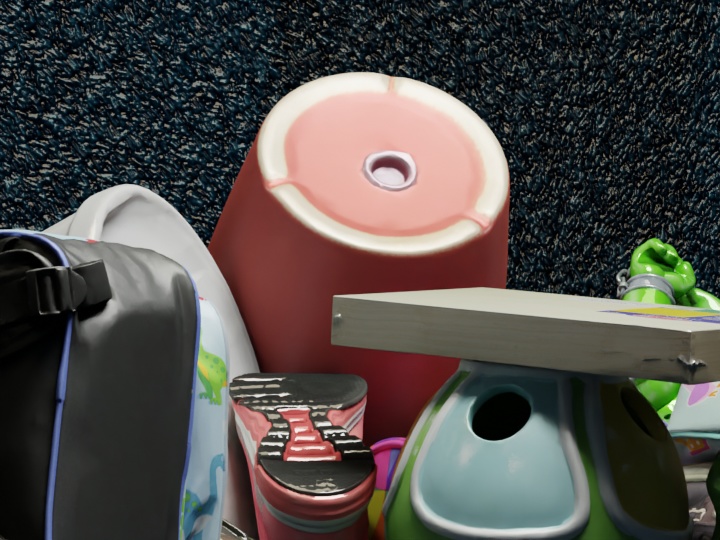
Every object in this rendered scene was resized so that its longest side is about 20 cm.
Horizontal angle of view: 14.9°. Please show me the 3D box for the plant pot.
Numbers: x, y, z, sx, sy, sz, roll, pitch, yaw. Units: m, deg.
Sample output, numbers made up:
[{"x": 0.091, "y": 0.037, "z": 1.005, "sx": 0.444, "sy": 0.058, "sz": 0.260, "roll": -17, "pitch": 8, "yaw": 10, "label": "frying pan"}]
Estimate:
[{"x": 0.000, "y": 0.000, "z": 1.554, "sx": 0.199, "sy": 0.178, "sz": 0.201, "roll": 7, "pitch": 46, "yaw": -7, "label": "plant pot"}]

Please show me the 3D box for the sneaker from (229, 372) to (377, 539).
[{"x": -0.032, "y": 0.111, "z": 1.407, "sx": 0.073, "sy": 0.087, "sz": 0.200, "roll": 1, "pitch": 17, "yaw": -3, "label": "sneaker"}]

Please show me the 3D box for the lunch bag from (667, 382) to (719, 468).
[{"x": 0.268, "y": 0.101, "z": 1.454, "sx": 0.160, "sy": 0.078, "sz": 0.200, "roll": -4, "pitch": -30, "yaw": 38, "label": "lunch bag"}]

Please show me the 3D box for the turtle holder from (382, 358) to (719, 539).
[{"x": 0.096, "y": 0.110, "z": 1.289, "sx": 0.140, "sy": 0.133, "sz": 0.185, "roll": 1, "pitch": 3, "yaw": -39, "label": "turtle holder"}]

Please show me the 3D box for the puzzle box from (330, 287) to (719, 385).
[{"x": 0.103, "y": 0.030, "z": 1.308, "sx": 0.199, "sy": 0.026, "sz": 0.133, "roll": 5, "pitch": 4, "yaw": 36, "label": "puzzle box"}]

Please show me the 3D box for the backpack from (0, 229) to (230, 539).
[{"x": -0.157, "y": 0.082, "z": 1.182, "sx": 0.199, "sy": 0.184, "sz": 0.147, "roll": -5, "pitch": -11, "yaw": 38, "label": "backpack"}]

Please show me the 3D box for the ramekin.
[{"x": -0.129, "y": 0.064, "z": 1.427, "sx": 0.094, "sy": 0.204, "sz": 0.202, "roll": -18, "pitch": -4, "yaw": 18, "label": "ramekin"}]

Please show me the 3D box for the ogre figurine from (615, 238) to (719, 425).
[{"x": 0.202, "y": 0.086, "z": 1.588, "sx": 0.098, "sy": 0.201, "sz": 0.120, "roll": -9, "pitch": 15, "yaw": 34, "label": "ogre figurine"}]

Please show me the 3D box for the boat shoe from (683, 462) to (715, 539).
[{"x": 0.204, "y": 0.143, "z": 1.392, "sx": 0.199, "sy": 0.072, "sz": 0.065, "roll": -3, "pitch": 35, "yaw": 32, "label": "boat shoe"}]

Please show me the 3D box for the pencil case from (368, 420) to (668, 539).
[{"x": 0.089, "y": 0.126, "z": 1.480, "sx": 0.199, "sy": 0.089, "sz": 0.088, "roll": -2, "pitch": 5, "yaw": -38, "label": "pencil case"}]

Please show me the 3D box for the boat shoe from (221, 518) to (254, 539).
[{"x": -0.123, "y": 0.134, "z": 1.306, "sx": 0.199, "sy": 0.074, "sz": 0.065, "roll": 17, "pitch": 6, "yaw": 38, "label": "boat shoe"}]
